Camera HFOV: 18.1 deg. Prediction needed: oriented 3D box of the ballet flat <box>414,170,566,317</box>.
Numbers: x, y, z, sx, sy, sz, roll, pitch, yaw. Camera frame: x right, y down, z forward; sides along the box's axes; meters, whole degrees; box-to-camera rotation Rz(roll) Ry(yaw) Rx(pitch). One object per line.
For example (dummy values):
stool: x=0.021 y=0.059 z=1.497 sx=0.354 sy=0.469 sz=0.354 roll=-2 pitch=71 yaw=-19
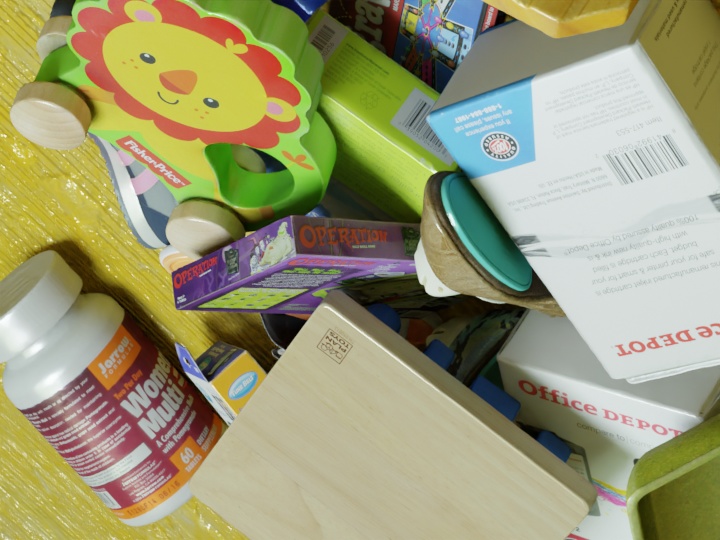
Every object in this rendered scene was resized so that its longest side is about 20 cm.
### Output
ballet flat: x=0.077 y=-0.007 z=1.297 sx=0.072 sy=0.068 sz=0.199 roll=-20 pitch=160 yaw=33

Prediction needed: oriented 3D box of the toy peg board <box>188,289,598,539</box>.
toy peg board: x=0.029 y=0.113 z=1.410 sx=0.199 sy=0.098 sz=0.200 roll=37 pitch=130 yaw=0

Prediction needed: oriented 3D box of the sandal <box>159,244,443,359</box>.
sandal: x=-0.043 y=0.035 z=1.473 sx=0.205 sy=0.060 sz=0.079 roll=17 pitch=159 yaw=-27

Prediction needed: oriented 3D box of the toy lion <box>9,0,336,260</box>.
toy lion: x=-0.088 y=-0.096 z=1.270 sx=0.191 sy=0.069 sz=0.200 roll=-16 pitch=136 yaw=45

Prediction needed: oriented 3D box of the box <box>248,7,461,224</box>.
box: x=-0.005 y=-0.071 z=1.359 sx=0.122 sy=0.048 sz=0.200 roll=36 pitch=161 yaw=0

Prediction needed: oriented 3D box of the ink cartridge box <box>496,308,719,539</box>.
ink cartridge box: x=0.177 y=0.111 z=1.408 sx=0.147 sy=0.086 sz=0.201 roll=15 pitch=142 yaw=30

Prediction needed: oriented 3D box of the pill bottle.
pill bottle: x=-0.199 y=0.088 z=1.707 sx=0.109 sy=0.110 sz=0.200 roll=-15 pitch=121 yaw=50

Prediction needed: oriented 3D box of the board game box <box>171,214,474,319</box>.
board game box: x=0.000 y=0.000 z=1.359 sx=0.120 sy=0.199 sz=0.033 roll=-17 pitch=75 yaw=47

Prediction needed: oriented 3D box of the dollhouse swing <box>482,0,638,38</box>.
dollhouse swing: x=0.086 y=-0.240 z=0.986 sx=0.199 sy=0.176 sz=0.182 roll=30 pitch=146 yaw=13

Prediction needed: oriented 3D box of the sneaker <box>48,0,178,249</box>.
sneaker: x=-0.124 y=-0.095 z=1.400 sx=0.081 sy=0.071 sz=0.201 roll=1 pitch=139 yaw=26

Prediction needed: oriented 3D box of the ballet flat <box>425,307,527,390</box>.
ballet flat: x=0.066 y=0.071 z=1.486 sx=0.074 sy=0.074 sz=0.201 roll=31 pitch=143 yaw=9

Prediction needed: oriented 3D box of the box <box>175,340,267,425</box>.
box: x=-0.058 y=0.122 z=1.627 sx=0.201 sy=0.041 sz=0.119 roll=53 pitch=171 yaw=-10

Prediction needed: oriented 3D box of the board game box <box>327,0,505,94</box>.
board game box: x=0.031 y=-0.149 z=1.288 sx=0.102 sy=0.019 sz=0.201 roll=31 pitch=146 yaw=13

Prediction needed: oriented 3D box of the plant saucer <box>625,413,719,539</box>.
plant saucer: x=0.241 y=0.138 z=1.322 sx=0.048 sy=0.199 sz=0.201 roll=52 pitch=164 yaw=46

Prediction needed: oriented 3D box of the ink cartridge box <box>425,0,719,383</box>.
ink cartridge box: x=0.154 y=-0.049 z=1.222 sx=0.146 sy=0.086 sz=0.200 roll=-16 pitch=122 yaw=41

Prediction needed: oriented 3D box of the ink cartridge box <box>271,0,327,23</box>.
ink cartridge box: x=-0.104 y=-0.153 z=1.393 sx=0.099 sy=0.039 sz=0.200 roll=44 pitch=146 yaw=-8
